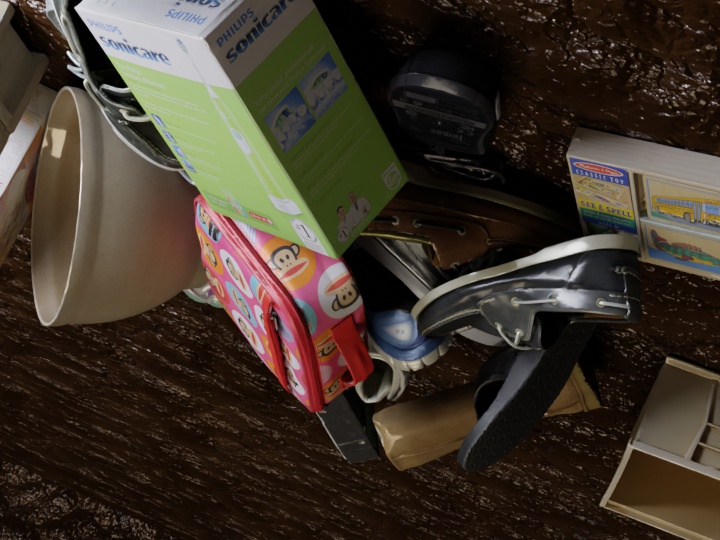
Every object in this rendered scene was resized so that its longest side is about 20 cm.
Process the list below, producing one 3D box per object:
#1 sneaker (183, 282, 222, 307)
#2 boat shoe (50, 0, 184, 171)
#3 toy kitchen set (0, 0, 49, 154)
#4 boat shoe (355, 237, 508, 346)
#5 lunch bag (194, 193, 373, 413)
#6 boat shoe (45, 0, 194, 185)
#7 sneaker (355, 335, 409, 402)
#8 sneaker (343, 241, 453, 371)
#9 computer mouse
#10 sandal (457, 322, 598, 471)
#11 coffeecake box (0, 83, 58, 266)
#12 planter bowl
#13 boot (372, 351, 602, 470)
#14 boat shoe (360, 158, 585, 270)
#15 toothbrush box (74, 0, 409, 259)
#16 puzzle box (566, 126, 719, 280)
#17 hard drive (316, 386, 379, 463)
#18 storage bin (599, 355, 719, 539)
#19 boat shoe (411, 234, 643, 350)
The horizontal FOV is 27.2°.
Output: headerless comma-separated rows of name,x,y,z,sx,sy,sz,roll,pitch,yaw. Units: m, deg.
sneaker,-0.183,-0.036,1.398,0.200,0.078,0.140,12,156,28
boat shoe,-0.165,-0.137,1.071,0.200,0.071,0.064,59,-175,-42
toy kitchen set,-0.398,-0.162,1.189,0.200,0.181,0.163,10,154,22
boat shoe,0.076,-0.014,1.190,0.199,0.074,0.068,42,135,-17
lunch bag,-0.051,0.024,1.181,0.176,0.082,0.200,49,165,23
boat shoe,-0.169,-0.146,1.143,0.074,0.065,0.202,5,151,39
sneaker,0.015,0.072,1.391,0.074,0.116,0.200,22,161,1
sneaker,0.000,0.000,1.268,0.200,0.079,0.089,34,153,40
computer mouse,0.033,-0.119,1.027,0.140,0.046,0.200,15,169,12
sandal,0.136,0.077,1.216,0.075,0.201,0.048,11,-155,-50
coffeecake box,-0.346,-0.062,1.342,0.073,0.200,0.154,25,159,-2
planter bowl,-0.194,-0.048,1.263,0.134,0.201,0.200,5,166,-23
boot,0.106,0.113,1.321,0.200,0.066,0.175,-18,147,10
boat shoe,0.067,-0.033,1.114,0.200,0.068,0.072,16,175,-4
toothbrush box,-0.077,-0.118,1.005,0.145,0.086,0.200,21,153,45
puzzle box,0.245,-0.034,1.023,0.200,0.025,0.133,15,156,23
hard drive,-0.030,0.077,1.403,0.038,0.140,0.200,-14,144,10
storage bin,0.335,0.182,1.338,0.198,0.094,0.200,21,158,10
boat shoe,0.118,0.028,1.101,0.200,0.068,0.072,-17,165,39
